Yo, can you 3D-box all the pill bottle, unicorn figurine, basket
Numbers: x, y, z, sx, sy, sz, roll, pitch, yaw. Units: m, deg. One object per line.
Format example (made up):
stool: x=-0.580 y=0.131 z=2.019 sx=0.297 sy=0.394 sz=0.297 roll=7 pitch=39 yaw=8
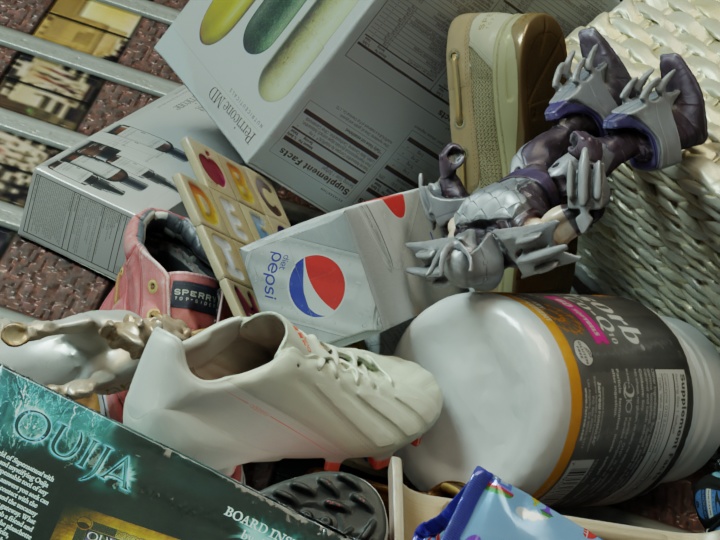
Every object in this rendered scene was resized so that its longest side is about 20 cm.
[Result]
pill bottle: x=0.111 y=0.070 z=1.532 sx=0.116 sy=0.117 sz=0.199 roll=35 pitch=19 yaw=32
unicorn figurine: x=-0.173 y=0.045 z=1.452 sx=0.199 sy=0.074 sz=0.137 roll=6 pitch=12 yaw=25
basket: x=0.230 y=-0.063 z=1.647 sx=0.198 sy=0.161 sz=0.200 roll=-32 pitch=49 yaw=-20

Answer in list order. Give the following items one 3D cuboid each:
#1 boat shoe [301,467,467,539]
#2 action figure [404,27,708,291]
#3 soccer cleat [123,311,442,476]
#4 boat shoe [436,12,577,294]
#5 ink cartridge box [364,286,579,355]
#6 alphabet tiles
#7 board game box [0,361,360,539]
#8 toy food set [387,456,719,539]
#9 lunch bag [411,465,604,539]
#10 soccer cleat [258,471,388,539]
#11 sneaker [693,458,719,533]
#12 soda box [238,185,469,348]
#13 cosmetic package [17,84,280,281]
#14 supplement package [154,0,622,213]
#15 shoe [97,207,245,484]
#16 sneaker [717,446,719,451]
boat shoe: x=0.051 y=0.144 z=1.421 sx=0.199 sy=0.068 sz=0.072 roll=11 pitch=24 yaw=-15
action figure: x=0.096 y=-0.050 z=1.490 sx=0.130 sy=0.070 sz=0.200 roll=5 pitch=35 yaw=41
soccer cleat: x=-0.030 y=0.056 z=1.387 sx=0.199 sy=0.078 sz=0.069 roll=-6 pitch=24 yaw=-44
boat shoe: x=0.080 y=-0.046 z=1.604 sx=0.064 sy=0.202 sz=0.071 roll=6 pitch=9 yaw=33
ink cartridge box: x=0.022 y=0.025 z=1.688 sx=0.199 sy=0.057 sz=0.163 roll=-15 pitch=37 yaw=-16
alphabet tiles: x=-0.036 y=0.022 z=1.533 sx=0.166 sy=0.006 sz=0.201 roll=26 pitch=35 yaw=-61
board game box: x=-0.111 y=0.141 z=1.282 sx=0.199 sy=0.028 sz=0.136 roll=26 pitch=67 yaw=13
toy food set: x=0.105 y=0.168 z=1.351 sx=0.199 sy=0.060 sz=0.144 roll=10 pitch=55 yaw=-17
lunch bag: x=0.063 y=0.215 z=1.231 sx=0.150 sy=0.094 sz=0.201 roll=29 pitch=61 yaw=-4
soccer cleat: x=-0.085 y=0.142 z=1.339 sx=0.198 sy=0.073 sz=0.069 roll=-10 pitch=65 yaw=-4
sneaker: x=0.211 y=0.128 z=1.477 sx=0.089 sy=0.200 sz=0.079 roll=12 pitch=63 yaw=20
soda box: x=0.000 y=0.000 z=1.533 sx=0.063 sy=0.069 sz=0.200 roll=-19 pitch=0 yaw=16
cosmetic package: x=-0.120 y=-0.056 z=1.726 sx=0.082 sy=0.051 sz=0.200 roll=26 pitch=27 yaw=14
supplement package: x=0.014 y=-0.145 z=1.678 sx=0.150 sy=0.200 sz=0.152 roll=30 pitch=13 yaw=-39
shoe: x=-0.097 y=0.048 z=1.488 sx=0.071 sy=0.092 sz=0.200 roll=7 pitch=28 yaw=-21
sneaker: x=0.260 y=0.084 z=1.684 sx=0.107 sy=0.068 sz=0.201 roll=4 pitch=26 yaw=-41
